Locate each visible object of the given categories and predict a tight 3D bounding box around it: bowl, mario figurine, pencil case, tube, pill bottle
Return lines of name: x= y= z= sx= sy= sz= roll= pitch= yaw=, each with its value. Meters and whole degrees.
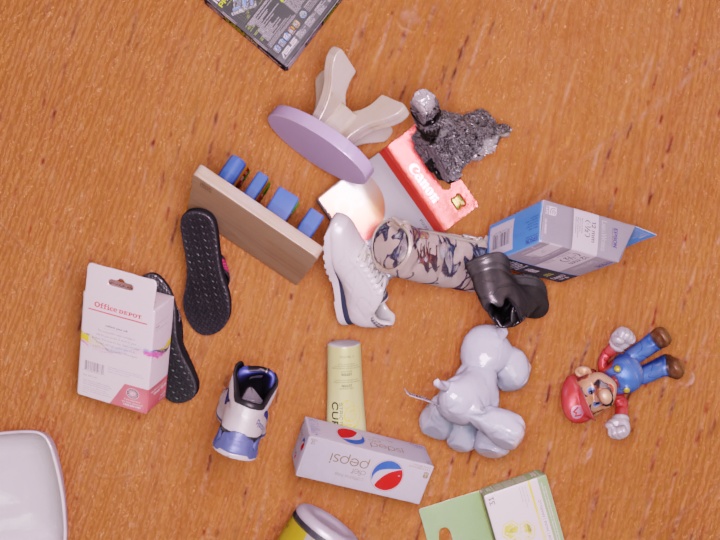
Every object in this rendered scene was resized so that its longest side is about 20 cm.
bowl: x=-0.524 y=0.333 z=1.496 sx=0.196 sy=0.075 sz=0.204 roll=-7 pitch=91 yaw=-3
mario figurine: x=0.390 y=0.167 z=1.529 sx=0.198 sy=0.107 sz=0.124 roll=-28 pitch=59 yaw=-10
pencil case: x=0.105 y=-0.024 z=1.476 sx=0.198 sy=0.077 sz=0.091 roll=11 pitch=103 yaw=-42
tube: x=-0.021 y=0.207 z=1.538 sx=0.057 sy=0.052 sz=0.204 roll=5 pitch=101 yaw=33
pill bottle: x=-0.095 y=0.455 z=1.508 sx=0.111 sy=0.112 sz=0.202 roll=32 pitch=90 yaw=-4

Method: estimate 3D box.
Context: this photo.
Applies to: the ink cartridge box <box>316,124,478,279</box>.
ink cartridge box: x=0.058 y=-0.100 z=1.532 sx=0.199 sy=0.050 sz=0.163 roll=-37 pitch=94 yaw=1

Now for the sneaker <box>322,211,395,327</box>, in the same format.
sneaker: x=0.000 y=0.000 z=1.473 sx=0.079 sy=0.202 sz=0.077 roll=10 pitch=47 yaw=26

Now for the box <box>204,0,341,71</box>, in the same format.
box: x=-0.109 y=-0.424 z=1.513 sx=0.160 sy=0.044 sz=0.201 roll=38 pitch=89 yaw=-3

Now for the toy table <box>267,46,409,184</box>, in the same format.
toy table: x=-0.030 y=-0.217 z=1.468 sx=0.199 sy=0.184 sz=0.118 roll=34 pitch=78 yaw=29

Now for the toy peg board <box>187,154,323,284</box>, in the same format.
toy peg board: x=-0.134 y=-0.091 z=1.456 sx=0.198 sy=0.199 sz=0.099 roll=33 pitch=74 yaw=-4

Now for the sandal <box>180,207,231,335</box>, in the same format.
sandal: x=-0.222 y=0.001 z=1.501 sx=0.074 sy=0.045 sz=0.203 roll=4 pitch=114 yaw=11

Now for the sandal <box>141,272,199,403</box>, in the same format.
sandal: x=-0.290 y=0.097 z=1.519 sx=0.074 sy=0.048 sz=0.204 roll=-10 pitch=107 yaw=11

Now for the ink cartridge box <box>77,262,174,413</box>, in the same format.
ink cartridge box: x=-0.333 y=0.088 z=1.463 sx=0.115 sy=0.067 sz=0.203 roll=14 pitch=110 yaw=13

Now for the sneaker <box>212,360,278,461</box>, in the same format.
sneaker: x=-0.154 y=0.182 z=1.452 sx=0.079 sy=0.200 sz=0.117 roll=19 pitch=98 yaw=-8

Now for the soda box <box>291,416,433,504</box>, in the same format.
soda box: x=0.003 y=0.279 z=1.509 sx=0.197 sy=0.064 sz=0.069 roll=16 pitch=105 yaw=-15

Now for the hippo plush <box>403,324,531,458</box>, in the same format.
hippo plush: x=0.164 y=0.165 z=1.521 sx=0.199 sy=0.159 sz=0.162 roll=35 pitch=58 yaw=-18

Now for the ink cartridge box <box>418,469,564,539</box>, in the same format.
ink cartridge box: x=0.203 y=0.403 z=1.558 sx=0.197 sy=0.048 sz=0.148 roll=-17 pitch=93 yaw=-5

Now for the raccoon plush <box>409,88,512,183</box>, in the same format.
raccoon plush: x=0.151 y=-0.211 z=1.470 sx=0.133 sy=0.200 sz=0.097 roll=-37 pitch=71 yaw=-10

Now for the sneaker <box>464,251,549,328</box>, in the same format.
sneaker: x=0.214 y=0.046 z=1.478 sx=0.075 sy=0.199 sz=0.092 roll=-24 pitch=60 yaw=30

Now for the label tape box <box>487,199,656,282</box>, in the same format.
label tape box: x=0.301 y=-0.031 z=1.473 sx=0.197 sy=0.143 sz=0.067 roll=15 pitch=72 yaw=-21
